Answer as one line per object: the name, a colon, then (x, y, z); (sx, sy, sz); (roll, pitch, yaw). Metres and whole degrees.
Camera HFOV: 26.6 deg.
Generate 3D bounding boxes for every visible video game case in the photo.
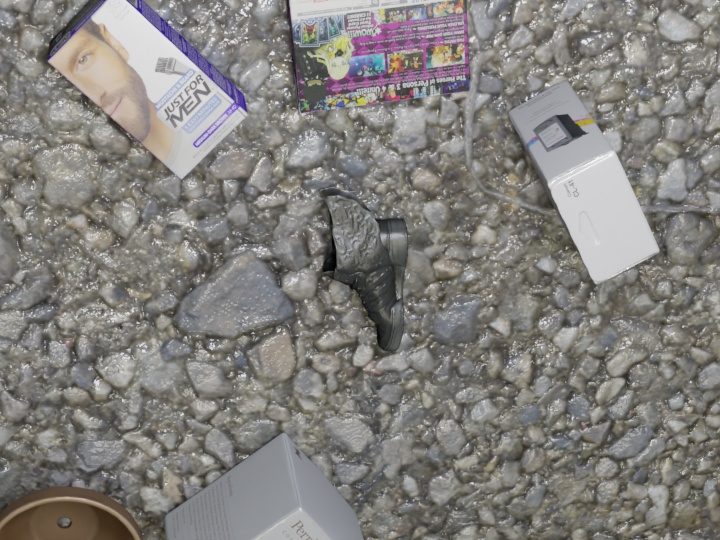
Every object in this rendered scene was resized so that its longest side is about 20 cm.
video game case: (0.019, -0.273, 1.672); (0.198, 0.036, 0.183); (-9, 119, -5)

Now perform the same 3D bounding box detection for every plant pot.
plant pot: (-0.367, 0.337, 1.893); (0.198, 0.093, 0.203); (-4, 119, -7)

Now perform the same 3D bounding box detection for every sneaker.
sneaker: (0.001, 0.001, 1.803); (0.103, 0.060, 0.202); (-1, 112, -11)

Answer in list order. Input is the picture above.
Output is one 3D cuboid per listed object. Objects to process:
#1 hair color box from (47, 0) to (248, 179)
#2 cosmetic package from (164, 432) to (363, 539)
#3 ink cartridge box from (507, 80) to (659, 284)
hair color box: (-0.228, -0.206, 1.648); (0.109, 0.065, 0.200); (-42, 115, 13)
cosmetic package: (-0.116, 0.350, 1.902); (0.199, 0.167, 0.168); (-36, 118, 8)
ink cartridge box: (0.248, -0.101, 1.709); (0.085, 0.201, 0.148); (-28, 119, 6)
